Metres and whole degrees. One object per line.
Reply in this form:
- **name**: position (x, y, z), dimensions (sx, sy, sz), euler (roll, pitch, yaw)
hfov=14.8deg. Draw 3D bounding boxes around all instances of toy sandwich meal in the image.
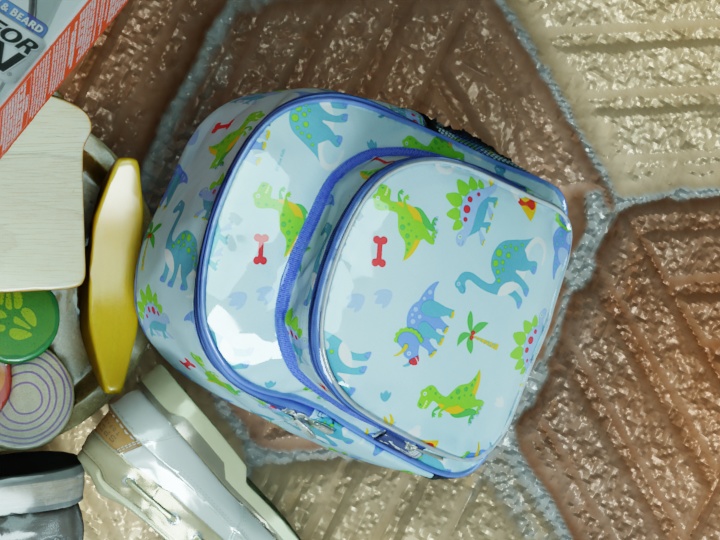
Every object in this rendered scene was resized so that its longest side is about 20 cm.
- **toy sandwich meal**: position (-0.190, -0.004, 1.436), dimensions (0.205, 0.070, 0.206), euler (0, 92, -15)

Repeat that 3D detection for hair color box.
- **hair color box**: position (-0.189, -0.141, 1.388), dimensions (0.111, 0.064, 0.200), euler (31, 60, 6)

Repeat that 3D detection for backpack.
- **backpack**: position (0.000, 0.000, 1.434), dimensions (0.200, 0.147, 0.183), euler (23, 85, -26)

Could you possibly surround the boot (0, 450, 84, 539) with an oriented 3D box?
- **boot**: position (-0.217, 0.190, 1.439), dimensions (0.200, 0.069, 0.174), euler (-6, 101, -8)

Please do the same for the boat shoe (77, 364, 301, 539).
- **boat shoe**: position (-0.074, 0.142, 1.464), dimensions (0.068, 0.075, 0.200), euler (-39, 113, -6)
